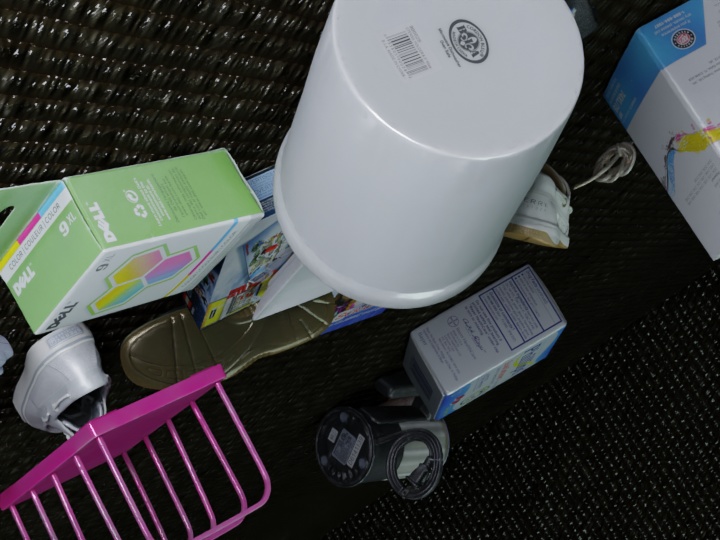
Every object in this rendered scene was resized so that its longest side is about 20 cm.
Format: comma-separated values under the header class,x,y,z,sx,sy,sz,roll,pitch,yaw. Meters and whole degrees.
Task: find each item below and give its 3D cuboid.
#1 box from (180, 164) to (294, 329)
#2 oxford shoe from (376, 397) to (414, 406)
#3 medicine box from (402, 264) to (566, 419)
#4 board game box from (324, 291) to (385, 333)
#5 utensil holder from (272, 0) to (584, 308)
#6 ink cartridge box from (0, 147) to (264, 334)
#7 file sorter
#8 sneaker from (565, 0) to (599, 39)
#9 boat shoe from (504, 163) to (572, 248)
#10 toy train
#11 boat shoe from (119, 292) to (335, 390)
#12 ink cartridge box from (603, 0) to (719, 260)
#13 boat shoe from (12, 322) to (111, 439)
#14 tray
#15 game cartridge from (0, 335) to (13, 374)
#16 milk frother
class,x,y,z,sx,sy,sz,roll,pitch,yaw
box,-0.069,-0.030,1.191,0.136,0.038,0.200,-27,165,-24
oxford shoe,0.030,0.249,2.330,0.199,0.072,0.073,-32,161,3
medicine box,0.170,0.103,2.047,0.199,0.104,0.182,-29,166,-9
board game box,0.000,0.000,1.441,0.199,0.041,0.199,-18,161,-45
utensil holder,0.040,-0.093,0.942,0.169,0.171,0.200,-26,163,-23
ink cartridge box,-0.170,-0.016,0.970,0.199,0.060,0.104,-16,160,-48
file sorter,-0.188,0.191,1.234,0.138,0.126,0.200,-22,170,-42
sneaker,0.121,-0.158,1.086,0.111,0.074,0.200,-27,164,-11
boat shoe,0.156,-0.059,1.282,0.200,0.070,0.070,-23,127,-84
toy train,0.301,-0.146,1.533,0.199,0.085,0.116,-33,180,7
boat shoe,-0.121,0.052,1.302,0.199,0.073,0.066,-18,-164,-19
ink cartridge box,0.352,-0.144,1.368,0.146,0.201,0.146,-28,166,-12
boat shoe,-0.242,0.107,1.229,0.072,0.069,0.200,-24,165,-29
tray,-0.011,-0.029,1.194,0.107,0.022,0.200,-19,161,-43
game cartridge,-0.355,0.102,1.034,0.199,0.041,0.133,-34,170,9
milk frother,0.072,0.270,2.171,0.187,0.201,0.181,3,134,-49
